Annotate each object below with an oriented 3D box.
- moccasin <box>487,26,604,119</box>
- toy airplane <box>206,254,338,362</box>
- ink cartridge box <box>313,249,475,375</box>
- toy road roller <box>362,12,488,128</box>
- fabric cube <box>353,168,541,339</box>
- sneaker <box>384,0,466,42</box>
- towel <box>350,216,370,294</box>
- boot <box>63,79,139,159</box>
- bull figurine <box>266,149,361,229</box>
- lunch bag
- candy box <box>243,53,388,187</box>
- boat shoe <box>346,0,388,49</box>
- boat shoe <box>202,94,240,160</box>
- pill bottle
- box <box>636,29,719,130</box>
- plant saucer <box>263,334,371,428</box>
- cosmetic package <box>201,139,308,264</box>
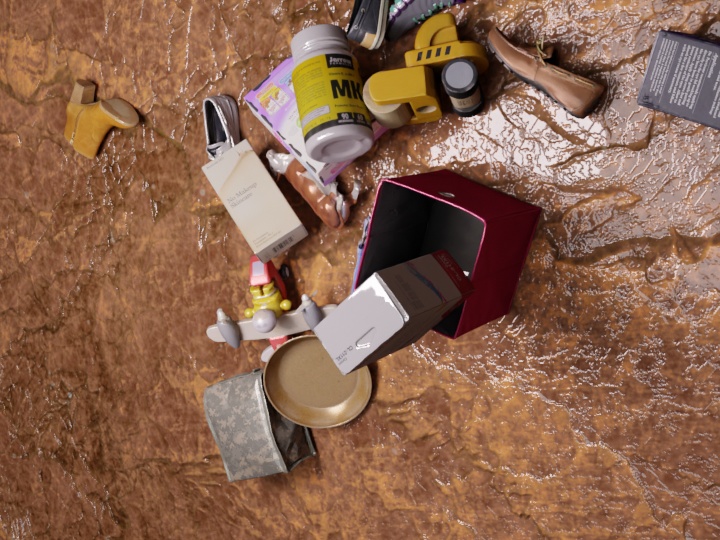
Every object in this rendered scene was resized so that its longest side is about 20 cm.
[{"bbox_3d":[0.279,-0.313,1.535,0.201,0.074,0.078,41,110,24],"label":"moccasin"},{"bbox_3d":[-0.164,0.095,1.871,0.199,0.141,0.200,35,104,2],"label":"toy airplane"},{"bbox_3d":[0.051,0.056,1.441,0.146,0.200,0.083,-42,76,32],"label":"ink cartridge box"},{"bbox_3d":[0.104,-0.319,1.608,0.199,0.123,0.147,-9,77,11],"label":"toy road roller"},{"bbox_3d":[0.140,-0.034,1.606,0.196,0.199,0.201,25,112,29],"label":"fabric cube"},{"bbox_3d":[0.114,-0.432,1.626,0.088,0.074,0.200,43,124,7],"label":"sneaker"},{"bbox_3d":[0.000,0.000,1.720,0.024,0.200,0.148,12,110,1],"label":"towel"},{"bbox_3d":[-0.540,-0.294,2.104,0.201,0.071,0.145,35,123,28],"label":"boot"},{"bbox_3d":[-0.083,-0.165,1.806,0.200,0.065,0.122,47,140,13],"label":"bull figurine"},{"bbox_3d":[-0.201,0.290,1.950,0.163,0.117,0.201,-18,94,36],"label":"lunch bag"},{"bbox_3d":[-0.070,-0.273,1.732,0.168,0.072,0.200,-42,72,-4],"label":"candy box"},{"bbox_3d":[0.011,-0.459,1.654,0.075,0.062,0.201,143,134,-68],"label":"boat shoe"},{"bbox_3d":[-0.264,-0.232,1.922,0.073,0.065,0.201,-10,93,35],"label":"boat shoe"},{"bbox_3d":[-0.050,-0.286,1.634,0.114,0.114,0.201,-24,70,35],"label":"pill bottle"},{"bbox_3d":[0.496,-0.245,1.355,0.199,0.148,0.105,23,111,27],"label":"box"},{"bbox_3d":[-0.077,0.197,1.854,0.199,0.035,0.201,2,117,4],"label":"plant saucer"},{"bbox_3d":[-0.192,-0.125,1.840,0.103,0.073,0.200,-34,74,-3],"label":"cosmetic package"}]
